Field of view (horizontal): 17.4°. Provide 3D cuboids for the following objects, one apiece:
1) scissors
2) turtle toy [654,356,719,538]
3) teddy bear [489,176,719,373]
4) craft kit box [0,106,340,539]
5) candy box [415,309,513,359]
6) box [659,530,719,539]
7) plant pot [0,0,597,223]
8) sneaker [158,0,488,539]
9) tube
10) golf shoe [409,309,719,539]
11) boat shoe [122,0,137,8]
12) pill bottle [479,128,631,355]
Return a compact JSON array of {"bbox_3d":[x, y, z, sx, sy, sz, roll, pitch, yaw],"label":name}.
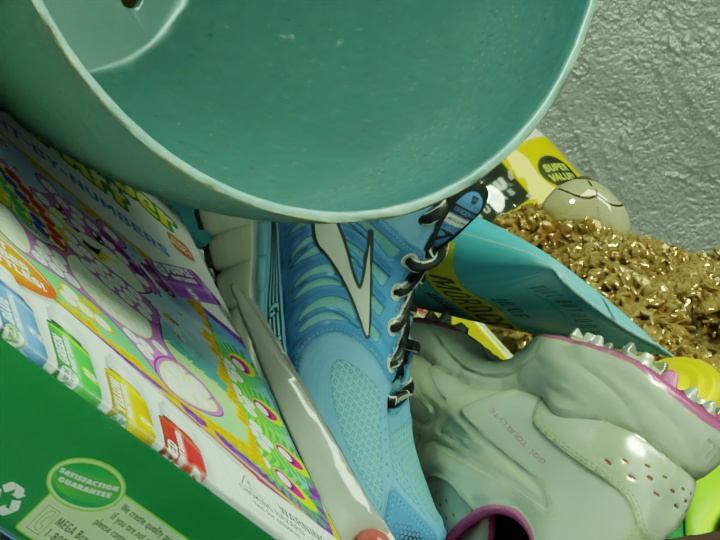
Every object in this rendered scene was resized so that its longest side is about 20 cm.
[{"bbox_3d":[0.003,0.088,0.633,0.200,0.073,0.014,48,-28,17],"label":"scissors"},{"bbox_3d":[0.105,0.112,0.855,0.200,0.101,0.146,55,-12,53],"label":"turtle toy"},{"bbox_3d":[0.117,0.011,0.983,0.200,0.145,0.067,-107,-170,-67],"label":"teddy bear"},{"bbox_3d":[-0.101,-0.007,0.602,0.200,0.049,0.198,41,8,-36],"label":"craft kit box"},{"bbox_3d":[0.014,0.008,1.000,0.102,0.026,0.200,49,-3,-6],"label":"candy box"},{"bbox_3d":[0.148,0.130,0.708,0.100,0.200,0.075,-119,-151,-53],"label":"box"},{"bbox_3d":[-0.050,-0.108,0.644,0.200,0.200,0.135,43,-27,-28],"label":"plant pot"},{"bbox_3d":[0.000,0.000,0.743,0.078,0.090,0.200,-74,150,-81],"label":"sneaker"},{"bbox_3d":[0.014,-0.010,0.834,0.200,0.050,0.077,18,-5,41],"label":"tube"},{"bbox_3d":[0.038,0.066,0.806,0.075,0.092,0.200,32,-14,-27],"label":"golf shoe"},{"bbox_3d":[-0.066,-0.103,0.796,0.063,0.073,0.201,5,-22,24],"label":"boat shoe"},{"bbox_3d":[0.074,0.002,1.144,0.200,0.114,0.114,49,9,11],"label":"pill bottle"}]
